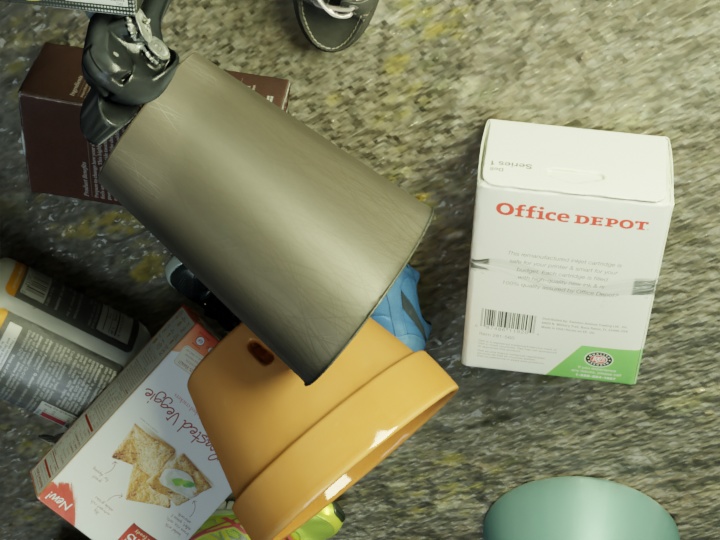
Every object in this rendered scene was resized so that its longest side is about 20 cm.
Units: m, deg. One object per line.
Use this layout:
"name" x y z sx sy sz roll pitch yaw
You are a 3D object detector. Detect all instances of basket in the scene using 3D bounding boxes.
"basket" -0.069 -0.045 0.953 0.199 0.181 0.136 39 124 -4

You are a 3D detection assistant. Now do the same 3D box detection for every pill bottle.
"pill bottle" -0.258 0.080 1.235 0.199 0.117 0.116 28 133 -16

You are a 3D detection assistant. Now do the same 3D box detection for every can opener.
"can opener" -0.155 -0.169 0.913 0.078 0.201 0.063 -29 127 25

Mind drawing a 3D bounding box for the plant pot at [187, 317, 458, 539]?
"plant pot" -0.041 0.102 1.079 0.140 0.199 0.200 51 131 9

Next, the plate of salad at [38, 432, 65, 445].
"plate of salad" -0.214 0.194 1.320 0.198 0.049 0.200 16 174 2

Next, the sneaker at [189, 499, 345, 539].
"sneaker" -0.106 0.280 1.415 0.198 0.091 0.078 -17 127 24

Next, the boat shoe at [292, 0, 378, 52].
"boat shoe" -0.010 -0.221 0.930 0.066 0.057 0.201 16 135 -3

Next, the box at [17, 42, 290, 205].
"box" -0.157 -0.103 1.067 0.198 0.075 0.101 9 135 1

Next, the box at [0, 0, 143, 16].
"box" -0.220 -0.238 0.888 0.198 0.161 0.045 8 137 6

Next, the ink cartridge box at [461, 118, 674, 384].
"ink cartridge box" 0.158 -0.012 1.076 0.144 0.085 0.201 7 134 5

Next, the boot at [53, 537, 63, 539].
"boot" -0.300 0.388 1.574 0.154 0.073 0.201 16 133 -4

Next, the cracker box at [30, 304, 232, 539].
"cracker box" -0.167 0.150 1.188 0.200 0.058 0.134 -47 116 -1

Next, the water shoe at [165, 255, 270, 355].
"water shoe" -0.078 0.044 1.187 0.198 0.079 0.072 24 134 -11

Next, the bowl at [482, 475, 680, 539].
"bowl" 0.214 0.306 1.360 0.198 0.106 0.202 7 135 7

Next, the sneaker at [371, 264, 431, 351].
"sneaker" 0.000 0.000 1.143 0.066 0.079 0.201 10 141 47
